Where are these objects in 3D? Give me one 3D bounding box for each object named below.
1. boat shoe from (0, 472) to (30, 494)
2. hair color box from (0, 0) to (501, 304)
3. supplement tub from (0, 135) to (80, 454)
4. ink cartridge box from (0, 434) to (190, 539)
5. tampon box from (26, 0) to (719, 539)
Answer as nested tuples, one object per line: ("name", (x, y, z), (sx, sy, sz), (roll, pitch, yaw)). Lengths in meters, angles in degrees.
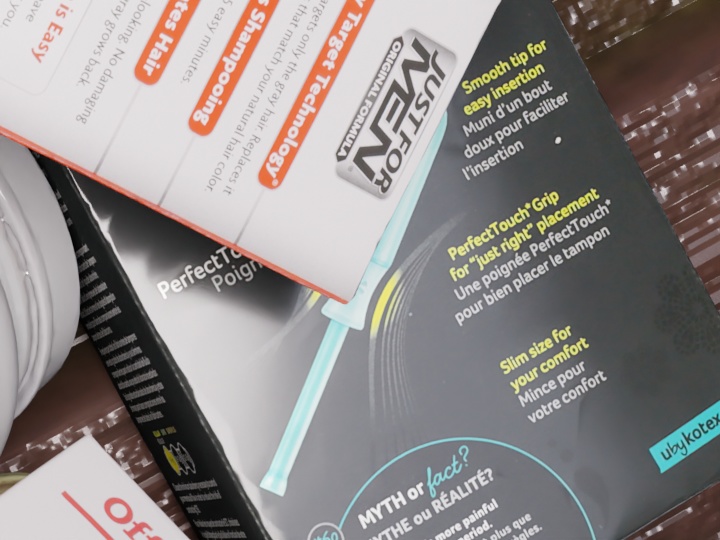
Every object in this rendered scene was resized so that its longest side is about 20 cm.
("boat shoe", (-0.077, 0.156, 0.894), (0.073, 0.063, 0.201), (-20, 90, -12))
("hair color box", (-0.067, -0.078, 0.737), (0.199, 0.061, 0.102), (28, 90, -35))
("supplement tub", (-0.183, 0.033, 0.805), (0.145, 0.144, 0.200), (53, 47, -5))
("ink cartridge box", (-0.084, 0.126, 0.807), (0.116, 0.067, 0.200), (44, 45, 9))
("tampon box", (0.000, 0.000, 0.889), (0.149, 0.126, 0.201), (-29, 92, -13))
